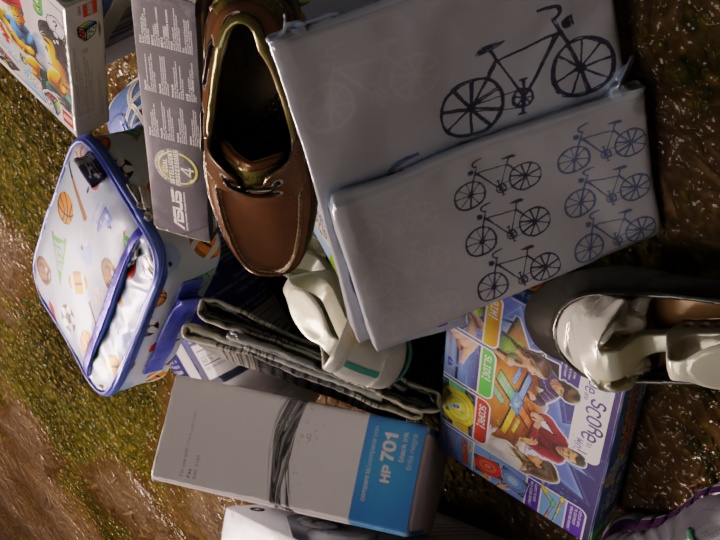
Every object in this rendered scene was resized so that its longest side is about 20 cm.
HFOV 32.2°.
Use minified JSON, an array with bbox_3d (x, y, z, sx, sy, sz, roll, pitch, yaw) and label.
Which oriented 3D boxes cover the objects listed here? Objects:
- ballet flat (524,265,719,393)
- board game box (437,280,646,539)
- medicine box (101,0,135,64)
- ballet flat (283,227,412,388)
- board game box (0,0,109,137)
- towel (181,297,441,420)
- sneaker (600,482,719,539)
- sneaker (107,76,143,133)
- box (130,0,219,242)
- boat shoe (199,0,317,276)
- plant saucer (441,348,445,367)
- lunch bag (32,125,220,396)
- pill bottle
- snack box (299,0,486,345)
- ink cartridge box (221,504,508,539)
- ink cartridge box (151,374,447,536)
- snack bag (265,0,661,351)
[{"bbox_3d":[0.164,0.034,0.671,0.199,0.068,0.068,-3,110,39],"label":"ballet flat"},{"bbox_3d":[0.119,0.085,0.837,0.135,0.034,0.201,31,143,26],"label":"board game box"},{"bbox_3d":[-0.221,-0.276,0.943,0.200,0.103,0.182,56,150,-1],"label":"medicine box"},{"bbox_3d":[-0.027,0.001,0.852,0.200,0.069,0.070,-118,18,-45],"label":"ballet flat"},{"bbox_3d":[-0.261,-0.207,0.931,0.200,0.035,0.127,42,148,23],"label":"board game box"},{"bbox_3d":[-0.040,0.078,0.951,0.192,0.035,0.200,23,170,-1],"label":"towel"},{"bbox_3d":[0.203,0.196,0.799,0.075,0.087,0.200,53,151,4],"label":"sneaker"},{"bbox_3d":[-0.170,-0.120,1.048,0.200,0.077,0.076,11,130,53],"label":"sneaker"},{"bbox_3d":[-0.090,-0.143,0.824,0.049,0.162,0.200,14,139,10],"label":"box"},{"bbox_3d":[-0.066,-0.072,0.736,0.072,0.068,0.201,-2,124,5],"label":"boat shoe"},{"bbox_3d":[0.100,0.025,0.854,0.070,0.019,0.200,41,148,23],"label":"plant saucer"},{"bbox_3d":[-0.185,-0.005,0.977,0.161,0.075,0.200,56,139,26],"label":"lunch bag"},{"bbox_3d":[-0.124,0.049,1.107,0.116,0.116,0.201,-13,108,59],"label":"pill bottle"},{"bbox_3d":[0.003,-0.080,0.781,0.169,0.067,0.200,92,158,-47],"label":"snack box"},{"bbox_3d":[0.020,0.228,1.006,0.200,0.199,0.041,11,95,51],"label":"ink cartridge box"},{"bbox_3d":[-0.041,0.146,0.968,0.199,0.086,0.146,11,172,12],"label":"ink cartridge box"},{"bbox_3d":[0.064,-0.067,0.654,0.021,0.188,0.201,-120,11,-55],"label":"snack bag"}]
